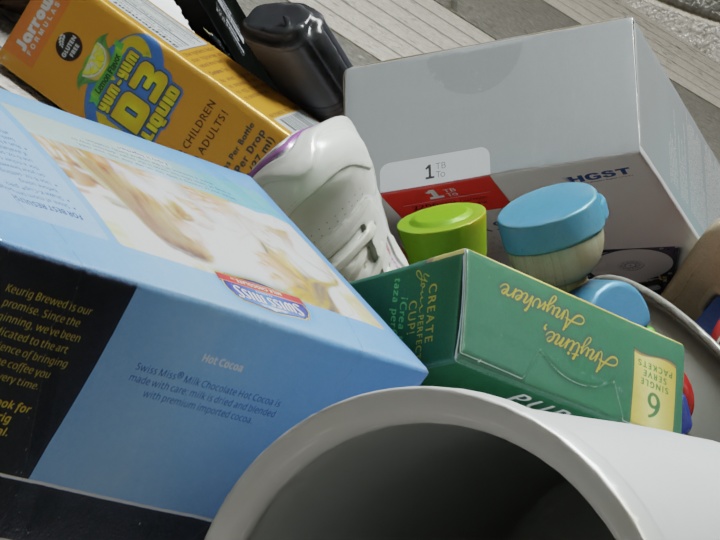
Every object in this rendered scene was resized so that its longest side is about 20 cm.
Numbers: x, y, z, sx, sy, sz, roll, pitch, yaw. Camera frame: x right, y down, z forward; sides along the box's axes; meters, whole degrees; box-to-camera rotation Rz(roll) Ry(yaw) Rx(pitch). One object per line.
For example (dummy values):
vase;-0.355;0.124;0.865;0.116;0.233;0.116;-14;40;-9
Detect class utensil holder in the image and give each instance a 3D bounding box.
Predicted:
utensil holder;0.061;0.128;0.860;0.170;0.170;0.200;40;13;26

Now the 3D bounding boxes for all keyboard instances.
keyboard;-0.088;-0.127;1.491;0.201;0.039;0.104;58;16;-34

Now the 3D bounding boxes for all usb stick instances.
usb stick;-0.004;-0.071;1.459;0.055;0.033;0.200;11;-32;38

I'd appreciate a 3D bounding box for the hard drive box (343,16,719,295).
hard drive box;0.096;-0.046;1.398;0.200;0.155;0.077;44;41;-60

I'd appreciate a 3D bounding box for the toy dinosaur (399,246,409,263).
toy dinosaur;0.046;0.027;1.343;0.200;0.060;0.106;41;23;-9

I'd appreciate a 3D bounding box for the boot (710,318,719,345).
boot;0.163;0.061;1.342;0.144;0.072;0.201;42;-23;34

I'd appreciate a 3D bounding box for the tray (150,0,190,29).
tray;-0.079;-0.135;1.697;0.199;0.022;0.107;33;15;-3

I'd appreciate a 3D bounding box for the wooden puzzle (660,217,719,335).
wooden puzzle;0.222;0.079;1.406;0.185;0.046;0.200;42;-26;9

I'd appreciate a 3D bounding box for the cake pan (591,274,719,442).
cake pan;0.154;0.094;1.238;0.201;0.037;0.201;51;-14;17

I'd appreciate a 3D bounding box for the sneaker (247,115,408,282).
sneaker;0.000;0.000;1.202;0.100;0.075;0.200;44;-11;23

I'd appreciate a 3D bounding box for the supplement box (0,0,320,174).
supplement box;-0.091;-0.082;1.411;0.199;0.067;0.069;36;16;10

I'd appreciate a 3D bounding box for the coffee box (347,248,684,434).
coffee box;0.011;0.047;1.006;0.122;0.044;0.199;22;-26;-37

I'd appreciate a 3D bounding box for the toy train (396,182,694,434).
toy train;0.040;0.024;1.122;0.084;0.117;0.199;-28;19;-38

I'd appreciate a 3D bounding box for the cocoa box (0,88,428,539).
cocoa box;-0.105;0.029;0.885;0.199;0.132;0.133;18;21;-45

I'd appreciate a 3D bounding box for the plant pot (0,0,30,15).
plant pot;-0.204;-0.229;1.474;0.200;0.187;0.187;41;7;-34
